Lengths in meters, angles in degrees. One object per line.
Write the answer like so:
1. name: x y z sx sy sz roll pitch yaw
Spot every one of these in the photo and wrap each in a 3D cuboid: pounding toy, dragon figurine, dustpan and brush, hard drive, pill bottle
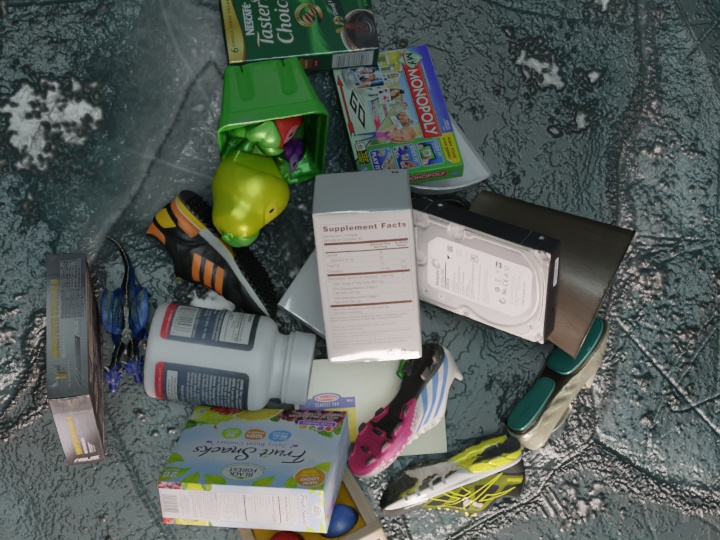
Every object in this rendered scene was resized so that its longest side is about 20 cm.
1. pounding toy: -0.079 0.317 1.423 0.183 0.200 0.143 -26 121 -8
2. dragon figurine: -0.293 0.051 1.452 0.059 0.099 0.201 -1 86 -7
3. dustpan and brush: 0.055 -0.138 1.504 0.199 0.057 0.140 -30 71 -9
4. hard drive: 0.145 -0.002 1.424 0.199 0.140 0.038 21 42 27
5. pill bottle: -0.160 0.111 1.445 0.199 0.120 0.120 8 85 0
6. hard drive: 0.000 0.000 1.513 0.132 0.025 0.200 34 76 -3

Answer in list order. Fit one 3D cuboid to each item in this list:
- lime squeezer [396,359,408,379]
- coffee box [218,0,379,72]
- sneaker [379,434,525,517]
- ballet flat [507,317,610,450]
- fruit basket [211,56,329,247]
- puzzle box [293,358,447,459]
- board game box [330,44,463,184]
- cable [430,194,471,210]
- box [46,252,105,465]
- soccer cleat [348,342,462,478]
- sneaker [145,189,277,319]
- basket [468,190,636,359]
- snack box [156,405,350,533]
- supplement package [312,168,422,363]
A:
1. lime squeezer: 0.099 0.047 1.520 0.071 0.038 0.200 42 71 15
2. coffee box: -0.081 -0.319 1.514 0.199 0.044 0.124 -6 69 -6
3. sneaker: 0.124 0.286 1.495 0.199 0.075 0.085 -21 107 3
4. ballet flat: 0.269 0.151 1.537 0.200 0.067 0.062 -50 122 -4
5. fruit basket: -0.115 -0.132 1.433 0.155 0.216 0.217 -9 87 -7
6. puzzle box: 0.010 0.177 1.514 0.199 0.025 0.134 -3 86 -6
7. board game box: 0.045 -0.198 1.499 0.134 0.029 0.201 -11 60 -6
8. cable: 0.045 -0.062 1.511 0.199 0.050 0.097 -21 67 -26
9. box: -0.337 0.105 1.375 0.048 0.159 0.201 -6 55 -8
10. soccer cleat: 0.065 0.187 1.460 0.200 0.070 0.086 -55 128 -16
11. sneaker: -0.191 -0.003 1.493 0.090 0.070 0.200 -36 98 19
12. basket: 0.223 -0.013 1.484 0.199 0.136 0.181 27 85 11
13. snack box: -0.123 0.236 1.398 0.199 0.169 0.068 0 116 11
14. supplement package: 0.009 -0.006 1.385 0.117 0.117 0.201 -4 117 3
